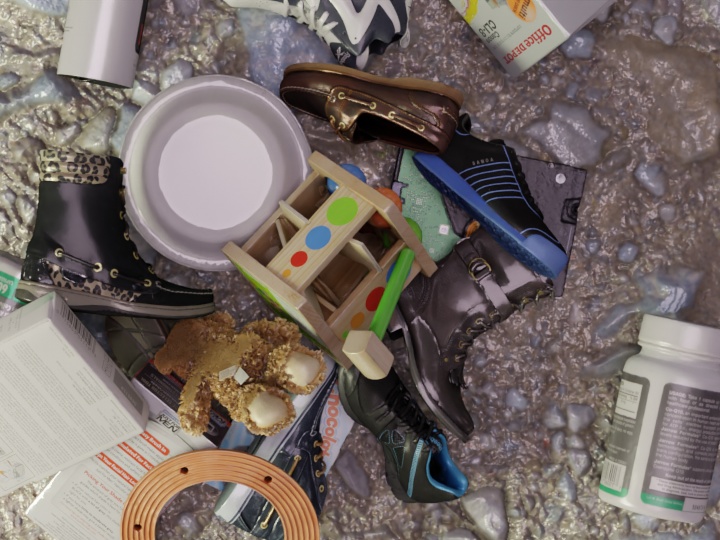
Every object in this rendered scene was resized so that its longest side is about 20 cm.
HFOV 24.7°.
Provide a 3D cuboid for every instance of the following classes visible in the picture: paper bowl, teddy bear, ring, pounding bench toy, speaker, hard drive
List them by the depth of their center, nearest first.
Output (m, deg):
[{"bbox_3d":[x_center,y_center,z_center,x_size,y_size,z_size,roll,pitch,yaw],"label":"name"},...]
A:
[{"bbox_3d":[-0.113,0.103,1.602,0.067,0.199,0.145,46,55,-41],"label":"teddy bear"},{"bbox_3d":[0.000,0.000,1.608,0.156,0.124,0.200,-47,50,-9],"label":"pounding bench toy"},{"bbox_3d":[-0.140,0.261,1.643,0.199,0.019,0.201,0,115,0],"label":"ring"},{"bbox_3d":[-0.254,-0.287,1.675,0.081,0.081,0.201,10,91,-4],"label":"speaker"},{"bbox_3d":[-0.147,-0.099,1.677,0.200,0.104,0.202,0,93,-3],"label":"paper bowl"},{"bbox_3d":[0.127,-0.058,1.727,0.199,0.038,0.140,10,91,-5],"label":"hard drive"}]

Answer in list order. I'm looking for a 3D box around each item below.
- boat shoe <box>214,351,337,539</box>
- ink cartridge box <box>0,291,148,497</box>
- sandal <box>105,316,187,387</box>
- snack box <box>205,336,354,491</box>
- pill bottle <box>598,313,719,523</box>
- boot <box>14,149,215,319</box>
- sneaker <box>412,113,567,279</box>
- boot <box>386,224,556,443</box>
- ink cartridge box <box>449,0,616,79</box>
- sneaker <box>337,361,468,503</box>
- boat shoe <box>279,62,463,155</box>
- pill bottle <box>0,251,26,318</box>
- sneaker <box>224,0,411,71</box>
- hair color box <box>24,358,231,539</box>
[{"bbox_3d":[-0.060,0.185,1.675,0.091,0.071,0.201,32,94,-12],"label":"boat shoe"},{"bbox_3d":[-0.329,0.127,1.578,0.199,0.050,0.161,-25,123,16],"label":"ink cartridge box"},{"bbox_3d":[-0.203,0.117,1.703,0.081,0.055,0.201,-23,96,16],"label":"sandal"},{"bbox_3d":[-0.070,0.154,1.721,0.116,0.037,0.201,27,90,-5],"label":"snack box"},{"bbox_3d":[0.320,0.152,1.708,0.113,0.113,0.201,12,91,-4],"label":"pill bottle"},{"bbox_3d":[-0.229,-0.032,1.603,0.203,0.073,0.154,7,87,-28],"label":"boot"},{"bbox_3d":[0.144,-0.079,1.650,0.078,0.070,0.200,-45,70,-6],"label":"sneaker"},{"bbox_3d":[0.121,0.054,1.675,0.174,0.069,0.201,-27,87,-1],"label":"boot"},{"bbox_3d":[0.166,-0.324,1.652,0.145,0.145,0.200,-42,93,-20],"label":"ink cartridge box"},{"bbox_3d":[0.047,0.154,1.680,0.073,0.082,0.200,-48,120,-33],"label":"sneaker"},{"bbox_3d":[0.003,-0.162,1.667,0.199,0.070,0.071,10,72,25],"label":"boat shoe"},{"bbox_3d":[-0.366,0.089,1.655,0.113,0.113,0.201,22,90,-4],"label":"pill bottle"},{"bbox_3d":[-0.039,-0.255,1.689,0.198,0.079,0.130,-7,84,-13],"label":"sneaker"},{"bbox_3d":[-0.236,0.201,1.670,0.111,0.064,0.200,40,110,-4],"label":"hair color box"}]
